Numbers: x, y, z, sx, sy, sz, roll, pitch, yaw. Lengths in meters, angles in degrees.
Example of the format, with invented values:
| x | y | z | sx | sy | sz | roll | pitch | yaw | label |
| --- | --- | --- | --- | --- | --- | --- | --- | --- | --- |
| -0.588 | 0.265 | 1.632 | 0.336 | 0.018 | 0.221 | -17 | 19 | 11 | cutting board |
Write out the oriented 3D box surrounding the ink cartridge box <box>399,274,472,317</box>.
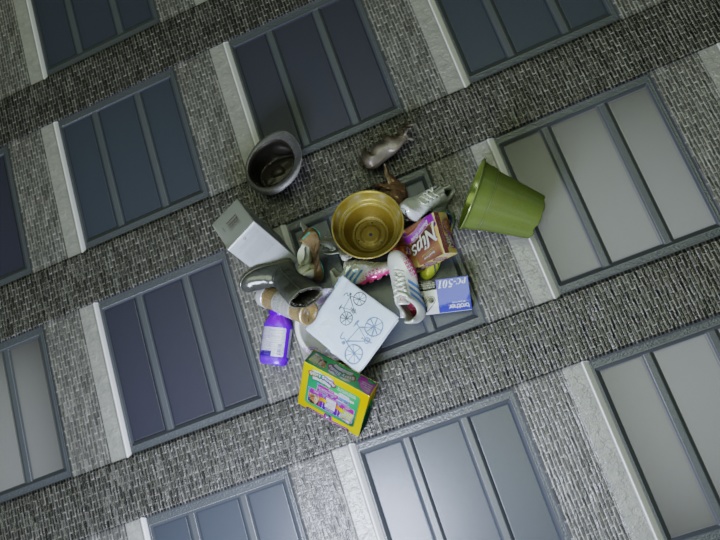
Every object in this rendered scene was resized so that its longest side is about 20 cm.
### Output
| x | y | z | sx | sy | sz | roll | pitch | yaw | label |
| --- | --- | --- | --- | --- | --- | --- | --- | --- | --- |
| 0.202 | 0.071 | 1.620 | 0.198 | 0.044 | 0.095 | -7 | 90 | 11 | ink cartridge box |

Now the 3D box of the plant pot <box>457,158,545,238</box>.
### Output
| x | y | z | sx | sy | sz | roll | pitch | yaw | label |
| --- | --- | --- | --- | --- | --- | --- | --- | --- | --- |
| 0.383 | -0.173 | 1.576 | 0.188 | 0.200 | 0.202 | 19 | 84 | 2 | plant pot |

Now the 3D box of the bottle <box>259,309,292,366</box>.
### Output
| x | y | z | sx | sy | sz | roll | pitch | yaw | label |
| --- | --- | --- | --- | --- | --- | --- | --- | --- | --- |
| -0.238 | 0.171 | 1.695 | 0.083 | 0.065 | 0.202 | 3 | 80 | 12 | bottle |

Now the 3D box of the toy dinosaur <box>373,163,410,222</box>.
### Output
| x | y | z | sx | sy | sz | roll | pitch | yaw | label |
| --- | --- | --- | --- | --- | --- | --- | --- | --- | --- |
| 0.107 | -0.208 | 1.685 | 0.134 | 0.086 | 0.202 | -4 | 65 | 3 | toy dinosaur |

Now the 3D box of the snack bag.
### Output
| x | y | z | sx | sy | sz | roll | pitch | yaw | label |
| --- | --- | --- | --- | --- | --- | --- | --- | --- | --- |
| -0.027 | 0.143 | 1.566 | 0.199 | 0.021 | 0.189 | 36 | 92 | 13 | snack bag |

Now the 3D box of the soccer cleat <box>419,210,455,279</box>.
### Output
| x | y | z | sx | sy | sz | roll | pitch | yaw | label |
| --- | --- | --- | --- | --- | --- | --- | --- | --- | --- |
| 0.206 | -0.073 | 1.631 | 0.064 | 0.084 | 0.202 | 22 | 91 | 14 | soccer cleat |

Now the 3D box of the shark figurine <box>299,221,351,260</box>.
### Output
| x | y | z | sx | sy | sz | roll | pitch | yaw | label |
| --- | --- | --- | --- | --- | --- | --- | --- | --- | --- |
| -0.072 | -0.091 | 1.697 | 0.214 | 0.127 | 0.090 | 23 | 108 | 41 | shark figurine |

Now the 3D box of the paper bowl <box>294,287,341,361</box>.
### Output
| x | y | z | sx | sy | sz | roll | pitch | yaw | label |
| --- | --- | --- | --- | --- | --- | --- | --- | --- | --- |
| -0.075 | 0.152 | 1.639 | 0.199 | 0.104 | 0.203 | -2 | 83 | 12 | paper bowl |

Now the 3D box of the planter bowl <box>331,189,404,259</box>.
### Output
| x | y | z | sx | sy | sz | roll | pitch | yaw | label |
| --- | --- | --- | --- | --- | --- | --- | --- | --- | --- |
| 0.024 | -0.112 | 1.617 | 0.198 | 0.084 | 0.202 | -3 | 70 | 8 | planter bowl |

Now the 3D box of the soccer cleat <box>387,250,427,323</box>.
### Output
| x | y | z | sx | sy | sz | roll | pitch | yaw | label |
| --- | --- | --- | --- | --- | --- | --- | --- | --- | --- |
| 0.116 | 0.045 | 1.553 | 0.070 | 0.086 | 0.202 | -23 | 90 | 36 | soccer cleat |

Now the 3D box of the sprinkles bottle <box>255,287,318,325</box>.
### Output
| x | y | z | sx | sy | sz | roll | pitch | yaw | label |
| --- | --- | --- | --- | --- | --- | --- | --- | --- | --- |
| -0.203 | 0.090 | 1.601 | 0.199 | 0.068 | 0.069 | 18 | 83 | 42 | sprinkles bottle |

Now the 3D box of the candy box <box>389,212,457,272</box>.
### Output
| x | y | z | sx | sy | sz | roll | pitch | yaw | label |
| --- | --- | --- | --- | --- | --- | --- | --- | --- | --- |
| 0.163 | -0.065 | 1.599 | 0.199 | 0.056 | 0.118 | -29 | 69 | 48 | candy box |

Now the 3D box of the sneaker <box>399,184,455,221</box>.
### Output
| x | y | z | sx | sy | sz | roll | pitch | yaw | label |
| --- | --- | --- | --- | --- | --- | --- | --- | --- | --- |
| 0.181 | -0.194 | 1.604 | 0.075 | 0.199 | 0.087 | 51 | 134 | 14 | sneaker |

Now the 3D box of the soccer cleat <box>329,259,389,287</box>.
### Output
| x | y | z | sx | sy | sz | roll | pitch | yaw | label |
| --- | --- | --- | --- | --- | --- | --- | --- | --- | --- |
| 0.000 | 0.000 | 1.651 | 0.199 | 0.070 | 0.087 | -21 | 93 | 22 | soccer cleat |

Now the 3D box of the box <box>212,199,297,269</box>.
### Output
| x | y | z | sx | sy | sz | roll | pitch | yaw | label |
| --- | --- | --- | --- | --- | --- | --- | --- | --- | --- |
| -0.295 | -0.078 | 1.661 | 0.106 | 0.200 | 0.152 | -45 | 42 | 1 | box |

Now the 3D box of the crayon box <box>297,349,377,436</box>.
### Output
| x | y | z | sx | sy | sz | roll | pitch | yaw | label |
| --- | --- | --- | --- | --- | --- | --- | --- | --- | --- |
| -0.065 | 0.329 | 1.580 | 0.199 | 0.058 | 0.174 | 25 | 129 | 15 | crayon box |

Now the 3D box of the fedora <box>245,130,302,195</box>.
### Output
| x | y | z | sx | sy | sz | roll | pitch | yaw | label |
| --- | --- | --- | --- | --- | --- | --- | --- | --- | --- |
| -0.248 | -0.313 | 1.774 | 0.200 | 0.090 | 0.177 | -43 | 72 | 8 | fedora |

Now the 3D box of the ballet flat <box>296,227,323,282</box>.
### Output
| x | y | z | sx | sy | sz | roll | pitch | yaw | label |
| --- | --- | --- | --- | --- | --- | --- | --- | --- | --- |
| -0.145 | -0.029 | 1.646 | 0.068 | 0.201 | 0.072 | 34 | 54 | 26 | ballet flat |

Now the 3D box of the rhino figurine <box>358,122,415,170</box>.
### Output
| x | y | z | sx | sy | sz | roll | pitch | yaw | label |
| --- | --- | --- | --- | --- | --- | --- | --- | --- | --- |
| 0.081 | -0.364 | 1.710 | 0.199 | 0.060 | 0.088 | -36 | 38 | 6 | rhino figurine |

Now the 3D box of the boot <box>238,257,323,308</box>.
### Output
| x | y | z | sx | sy | sz | roll | pitch | yaw | label |
| --- | --- | --- | --- | --- | --- | --- | --- | --- | --- |
| -0.213 | 0.047 | 1.557 | 0.181 | 0.073 | 0.200 | -26 | 40 | -13 | boot |
